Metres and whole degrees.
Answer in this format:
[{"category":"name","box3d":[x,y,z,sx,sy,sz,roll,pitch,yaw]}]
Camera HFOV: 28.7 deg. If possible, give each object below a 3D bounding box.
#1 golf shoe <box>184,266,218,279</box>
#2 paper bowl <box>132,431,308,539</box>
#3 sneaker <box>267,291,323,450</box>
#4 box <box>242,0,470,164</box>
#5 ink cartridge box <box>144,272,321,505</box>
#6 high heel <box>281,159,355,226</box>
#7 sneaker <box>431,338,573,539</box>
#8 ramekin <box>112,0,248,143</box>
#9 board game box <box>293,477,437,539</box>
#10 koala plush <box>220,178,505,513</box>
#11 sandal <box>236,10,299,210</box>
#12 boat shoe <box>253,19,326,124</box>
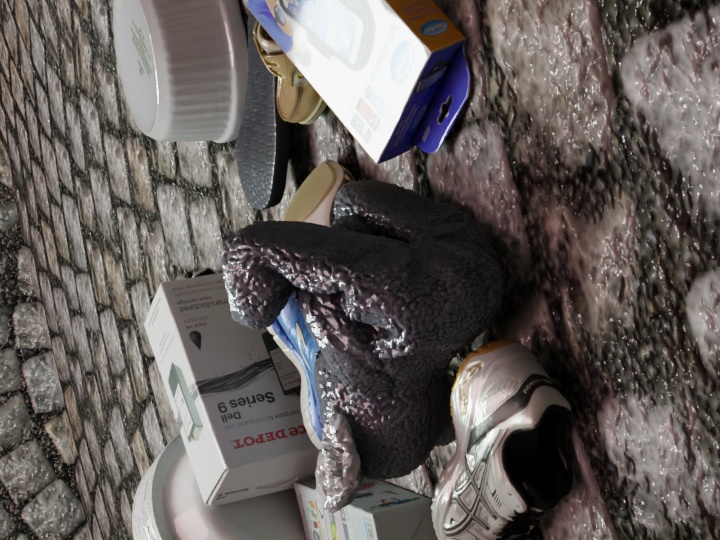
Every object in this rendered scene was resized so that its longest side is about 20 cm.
[{"category":"golf shoe","box3d":[-0.183,0.036,1.633,0.200,0.077,0.096,33,115,58]},{"category":"paper bowl","box3d":[-0.117,0.237,1.383,0.105,0.198,0.203,-51,54,46]},{"category":"sneaker","box3d":[-0.026,0.059,1.247,0.089,0.078,0.202,-36,74,55]},{"category":"box","box3d":[-0.003,-0.173,1.014,0.201,0.041,0.120,53,143,20]},{"category":"ink cartridge box","box3d":[-0.105,0.106,1.351,0.202,0.144,0.084,66,149,24]},{"category":"high heel","box3d":[0.000,0.000,1.173,0.143,0.071,0.201,45,-154,-27]},{"category":"sneaker","box3d":[0.100,0.150,0.959,0.088,0.075,0.202,43,143,48]},{"category":"ramekin","box3d":[-0.190,-0.225,1.454,0.202,0.093,0.206,167,90,-69]},{"category":"board game box","box3d":[0.012,0.267,1.260,0.199,0.063,0.150,-179,79,-67]},{"category":"koala plush","box3d":[0.016,0.065,1.004,0.182,0.176,0.203,20,120,37]},{"category":"sandal","box3d":[-0.075,-0.150,1.294,0.076,0.042,0.203,35,124,50]},{"category":"boat shoe","box3d":[-0.055,-0.199,1.166,0.201,0.065,0.075,104,147,-48]}]
